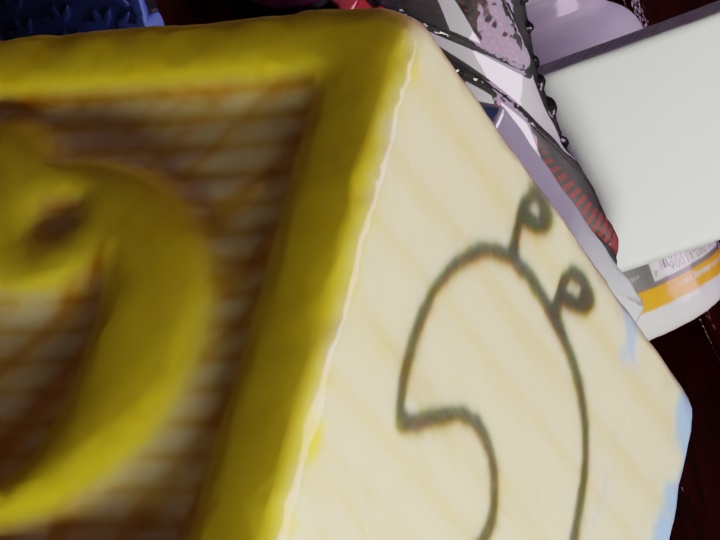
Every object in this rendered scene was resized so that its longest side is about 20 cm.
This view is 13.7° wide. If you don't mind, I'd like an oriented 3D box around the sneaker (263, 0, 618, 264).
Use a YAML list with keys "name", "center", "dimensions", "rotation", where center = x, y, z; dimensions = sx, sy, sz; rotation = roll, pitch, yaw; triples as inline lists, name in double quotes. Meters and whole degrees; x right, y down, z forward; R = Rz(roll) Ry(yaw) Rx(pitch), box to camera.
- name: "sneaker"
  center: [0.053, -0.078, 1.313]
  dimensions: [0.200, 0.071, 0.098]
  rotation: [46, 69, -10]

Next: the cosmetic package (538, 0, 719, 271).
- name: "cosmetic package"
  center: [0.116, -0.053, 1.381]
  dimensions: [0.074, 0.199, 0.102]
  rotation: [-47, 118, -75]

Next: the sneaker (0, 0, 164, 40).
- name: "sneaker"
  center: [-0.116, -0.144, 1.041]
  dimensions: [0.201, 0.070, 0.078]
  rotation: [64, 26, -22]

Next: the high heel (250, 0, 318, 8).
- name: "high heel"
  center: [0.020, -0.170, 1.279]
  dimensions: [0.200, 0.095, 0.068]
  rotation: [-47, 126, -37]

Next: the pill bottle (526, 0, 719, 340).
- name: "pill bottle"
  center: [0.100, -0.063, 1.479]
  dimensions: [0.201, 0.116, 0.116]
  rotation: [69, 20, -7]

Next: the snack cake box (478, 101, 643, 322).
- name: "snack cake box"
  center: [-0.022, -0.007, 0.980]
  dimensions: [0.115, 0.199, 0.067]
  rotation: [52, 58, -45]

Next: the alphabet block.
- name: "alphabet block"
  center: [-0.045, 0.067, 0.815]
  dimensions: [0.200, 0.195, 0.196]
  rotation: [49, 46, -47]
